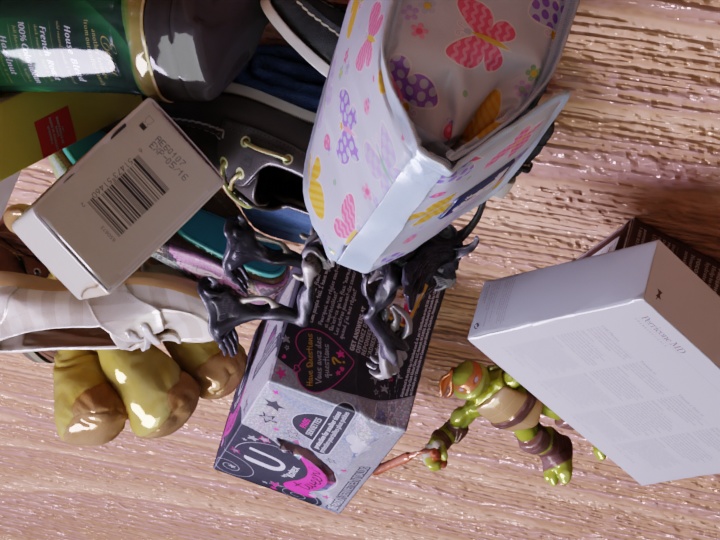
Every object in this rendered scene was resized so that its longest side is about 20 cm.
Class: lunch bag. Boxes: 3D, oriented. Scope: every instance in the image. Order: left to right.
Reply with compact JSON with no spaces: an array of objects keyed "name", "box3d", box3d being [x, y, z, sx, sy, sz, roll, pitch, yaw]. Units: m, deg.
[{"name":"lunch bag","box3d":[0.047,-0.107,1.332,0.126,0.201,0.170,22,152,-7]}]

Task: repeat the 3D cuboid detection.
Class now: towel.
[{"name":"towel","box3d":[-0.032,-0.080,1.600,0.111,0.049,0.200,15,154,8]}]

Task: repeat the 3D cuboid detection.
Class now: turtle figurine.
[{"name":"turtle figurine","box3d":[0.113,0.109,1.819,0.161,0.065,0.200,31,116,-36]}]

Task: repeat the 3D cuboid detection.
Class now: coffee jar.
[{"name":"coffee jar","box3d":[-0.160,-0.157,1.472,0.198,0.104,0.086,5,126,26]}]

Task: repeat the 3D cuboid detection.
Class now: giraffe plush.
[{"name":"giraffe plush","box3d":[-0.186,0.009,1.788,0.200,0.172,0.163,45,154,30]}]

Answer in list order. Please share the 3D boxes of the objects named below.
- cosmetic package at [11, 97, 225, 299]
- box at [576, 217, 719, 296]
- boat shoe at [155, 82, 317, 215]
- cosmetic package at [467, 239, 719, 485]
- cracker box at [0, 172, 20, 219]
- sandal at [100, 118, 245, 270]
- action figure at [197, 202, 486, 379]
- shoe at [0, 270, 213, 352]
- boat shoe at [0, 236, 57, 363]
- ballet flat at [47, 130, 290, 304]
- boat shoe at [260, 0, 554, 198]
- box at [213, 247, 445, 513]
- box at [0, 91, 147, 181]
[{"name":"cosmetic package","box3d":[-0.157,-0.042,1.501,0.073,0.103,0.200,47,171,-6]},{"name":"box","box3d":[0.239,0.050,1.641,0.199,0.075,0.100,28,151,-14]},{"name":"boat shoe","box3d":[-0.053,-0.069,1.506,0.200,0.061,0.072,14,153,23]},{"name":"cosmetic package","box3d":[0.191,0.065,1.568,0.150,0.052,0.200,-12,139,44]},{"name":"cracker box","box3d":[-0.309,-0.068,1.630,0.134,0.201,0.057,35,148,-30]},{"name":"sandal","box3d":[-0.142,-0.061,1.703,0.077,0.070,0.212,-37,109,13]},{"name":"action figure","box3d":[0.000,0.000,1.557,0.198,0.120,0.102,-8,143,23]},{"name":"shoe","box3d":[-0.179,0.037,1.674,0.198,0.054,0.070,3,154,23]},{"name":"boat shoe","box3d":[-0.269,0.017,1.916,0.067,0.073,0.200,3,160,27]},{"name":"ballet flat","box3d":[-0.144,-0.028,1.649,0.199,0.069,0.071,30,129,-14]},{"name":"boat shoe","box3d":[0.030,-0.125,1.466,0.199,0.076,0.060,33,110,-20]},{"name":"box","box3d":[-0.028,0.083,1.804,0.114,0.133,0.200,20,153,-6]},{"name":"box","box3d":[-0.228,-0.096,1.534,0.075,0.200,0.051,2,114,40]}]
